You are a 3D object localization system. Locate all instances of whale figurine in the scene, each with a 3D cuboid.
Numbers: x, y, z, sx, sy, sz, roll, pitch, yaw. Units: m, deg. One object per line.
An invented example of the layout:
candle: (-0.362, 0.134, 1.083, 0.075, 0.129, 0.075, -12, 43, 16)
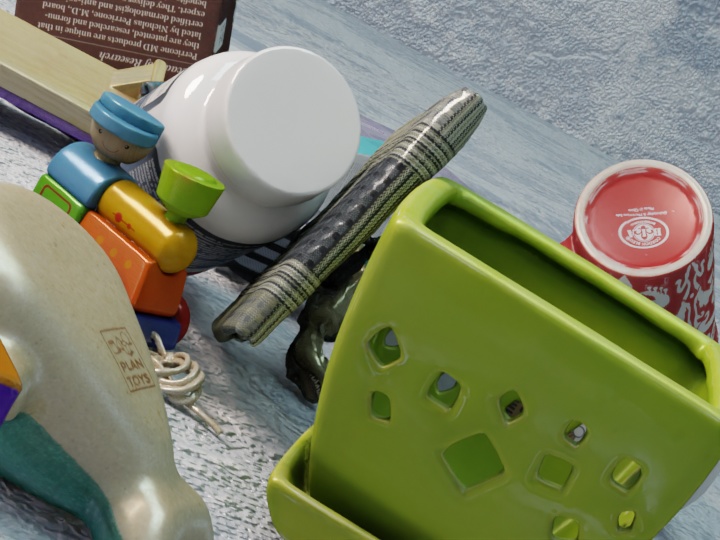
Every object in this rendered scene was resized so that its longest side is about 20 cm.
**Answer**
whale figurine: (-0.147, 0.059, 0.942, 0.201, 0.103, 0.159, 57, 15, 6)

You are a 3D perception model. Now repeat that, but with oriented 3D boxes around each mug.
mug: (0.210, 0.021, 1.688, 0.134, 0.177, 0.200, 51, -14, 27)

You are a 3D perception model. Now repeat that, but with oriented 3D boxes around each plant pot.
plant pot: (0.069, 0.084, 1.097, 0.199, 0.182, 0.199, 31, 11, 4)

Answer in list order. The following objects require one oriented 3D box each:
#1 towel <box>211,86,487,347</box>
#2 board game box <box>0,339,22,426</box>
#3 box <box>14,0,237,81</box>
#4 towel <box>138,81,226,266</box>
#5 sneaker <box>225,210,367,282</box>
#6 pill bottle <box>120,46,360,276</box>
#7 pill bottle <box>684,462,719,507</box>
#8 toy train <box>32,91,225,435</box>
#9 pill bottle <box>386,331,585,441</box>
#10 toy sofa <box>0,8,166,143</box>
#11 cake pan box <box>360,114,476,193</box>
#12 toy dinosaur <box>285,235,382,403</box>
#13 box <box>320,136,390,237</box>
towel: (-0.009, -0.023, 1.235, 0.035, 0.193, 0.200, 44, -6, -5)
board game box: (-0.234, 0.034, 0.514, 0.199, 0.201, 0.200, 23, 14, -31)
box: (-0.180, -0.242, 1.686, 0.163, 0.201, 0.166, 10, 16, -1)
towel: (-0.094, -0.072, 1.566, 0.147, 0.022, 0.200, 66, 19, 6)
sneaker: (-0.008, -0.007, 1.496, 0.199, 0.075, 0.088, 31, 24, -18)
pill bottle: (-0.084, -0.069, 1.303, 0.119, 0.120, 0.200, 26, -20, -21)
pill bottle: (0.185, 0.090, 1.530, 0.109, 0.110, 0.200, 26, 13, -20)
toy train: (-0.112, -0.009, 1.198, 0.200, 0.116, 0.084, 38, 15, 33)
pill bottle: (0.104, 0.077, 1.377, 0.199, 0.115, 0.114, 32, 12, 10)
toy sofa: (-0.249, -0.139, 1.524, 0.199, 0.098, 0.083, 28, 35, -17)
cake pan box: (0.016, -0.105, 2.070, 0.199, 0.053, 0.184, 21, 13, -40)
toy dinosaur: (0.000, 0.000, 1.356, 0.047, 0.088, 0.200, 41, 36, -12)
box: (-0.013, -0.071, 1.778, 0.049, 0.083, 0.200, 34, 12, 23)
